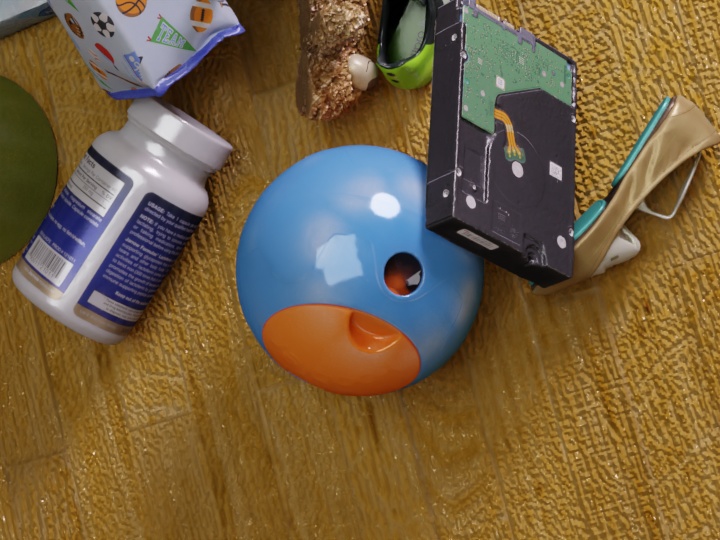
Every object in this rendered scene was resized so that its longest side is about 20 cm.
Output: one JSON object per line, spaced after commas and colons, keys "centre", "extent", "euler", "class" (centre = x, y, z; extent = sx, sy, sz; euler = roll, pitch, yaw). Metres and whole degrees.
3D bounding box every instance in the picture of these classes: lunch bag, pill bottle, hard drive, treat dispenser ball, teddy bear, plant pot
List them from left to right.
{"centre": [-0.390, -0.101, 1.712], "extent": [0.186, 0.200, 0.189], "euler": [-2, 84, 17], "class": "plant pot"}
{"centre": [-0.205, -0.238, 1.655], "extent": [0.124, 0.200, 0.171], "euler": [-37, 105, -20], "class": "lunch bag"}
{"centre": [-0.201, -0.047, 1.691], "extent": [0.115, 0.116, 0.201], "euler": [35, 95, 18], "class": "pill bottle"}
{"centre": [-0.017, -0.225, 1.645], "extent": [0.066, 0.145, 0.201], "euler": [-1, 84, -14], "class": "teddy bear"}
{"centre": [0.000, 0.000, 1.577], "extent": [0.199, 0.201, 0.202], "euler": [-2, 84, 17], "class": "treat dispenser ball"}
{"centre": [0.113, -0.101, 1.557], "extent": [0.038, 0.139, 0.201], "euler": [-21, 56, 43], "class": "hard drive"}

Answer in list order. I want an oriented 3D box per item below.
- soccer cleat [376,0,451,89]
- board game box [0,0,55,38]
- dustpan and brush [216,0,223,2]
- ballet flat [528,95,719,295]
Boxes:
{"centre": [0.054, -0.252, 1.649], "extent": [0.067, 0.081, 0.201], "euler": [9, 87, 18], "class": "soccer cleat"}
{"centre": [-0.322, -0.322, 1.795], "extent": [0.198, 0.043, 0.201], "euler": [-19, 79, 14], "class": "board game box"}
{"centre": [-0.106, -0.270, 1.621], "extent": [0.057, 0.200, 0.140], "euler": [-35, 116, 9], "class": "dustpan and brush"}
{"centre": [0.216, -0.047, 1.588], "extent": [0.063, 0.069, 0.200], "euler": [37, 98, -1], "class": "ballet flat"}
